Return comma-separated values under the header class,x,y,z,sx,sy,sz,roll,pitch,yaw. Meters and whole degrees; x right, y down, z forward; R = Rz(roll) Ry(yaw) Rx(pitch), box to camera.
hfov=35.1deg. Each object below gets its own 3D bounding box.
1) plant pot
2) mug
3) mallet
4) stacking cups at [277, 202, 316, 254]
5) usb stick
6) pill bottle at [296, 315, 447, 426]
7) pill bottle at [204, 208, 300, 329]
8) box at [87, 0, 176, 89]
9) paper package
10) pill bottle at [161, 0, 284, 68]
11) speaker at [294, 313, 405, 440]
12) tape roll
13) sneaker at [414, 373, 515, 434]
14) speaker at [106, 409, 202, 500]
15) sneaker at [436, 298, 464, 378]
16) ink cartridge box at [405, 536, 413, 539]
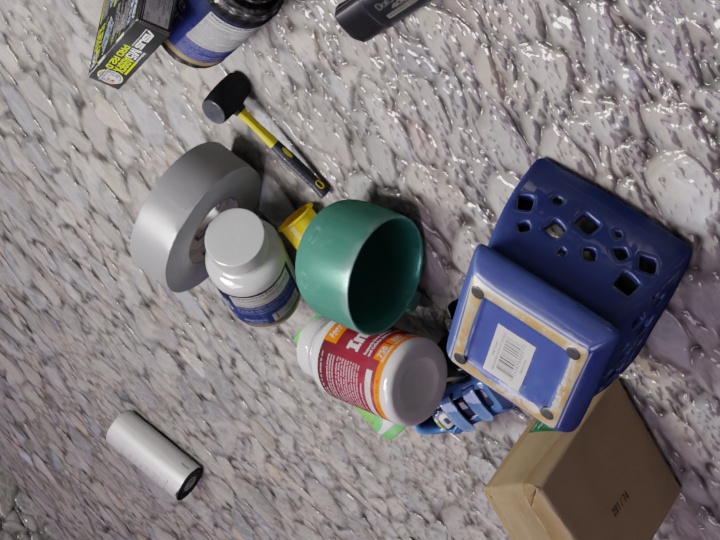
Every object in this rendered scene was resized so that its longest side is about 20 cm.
class,x,y,z,sx,sy,sz,roll,pitch,yaw
plant pot,0.206,0.038,1.215,0.198,0.180,0.202,32,142,17
mug,-0.007,0.002,1.429,0.113,0.152,0.187,22,139,35
mallet,-0.122,-0.162,1.465,0.201,0.066,0.041,49,146,-4
stacking cups,-0.029,0.005,1.539,0.201,0.061,0.060,52,145,-11
usb stick,0.043,-0.292,1.187,0.055,0.033,0.199,35,151,-24
pill bottle,0.009,0.121,1.475,0.198,0.113,0.114,16,135,46
pill bottle,-0.150,-0.004,1.554,0.110,0.112,0.201,32,165,19
box,-0.256,-0.337,1.336,0.044,0.204,0.159,18,155,-27
paper package,0.265,0.261,1.350,0.103,0.200,0.192,-11,117,50
pill bottle,-0.153,-0.320,1.306,0.113,0.112,0.199,53,145,-9
speaker,-0.002,0.143,1.619,0.200,0.088,0.088,46,145,1
tape roll,-0.221,-0.071,1.541,0.066,0.200,0.202,34,143,14
sneaker,0.143,0.175,1.499,0.074,0.082,0.199,52,143,-7
speaker,-0.414,0.367,2.273,0.199,0.081,0.082,35,143,17
sneaker,0.133,0.077,1.438,0.198,0.060,0.105,-9,118,45
ink cartridge box,0.036,0.562,1.883,0.082,0.200,0.147,38,144,11
